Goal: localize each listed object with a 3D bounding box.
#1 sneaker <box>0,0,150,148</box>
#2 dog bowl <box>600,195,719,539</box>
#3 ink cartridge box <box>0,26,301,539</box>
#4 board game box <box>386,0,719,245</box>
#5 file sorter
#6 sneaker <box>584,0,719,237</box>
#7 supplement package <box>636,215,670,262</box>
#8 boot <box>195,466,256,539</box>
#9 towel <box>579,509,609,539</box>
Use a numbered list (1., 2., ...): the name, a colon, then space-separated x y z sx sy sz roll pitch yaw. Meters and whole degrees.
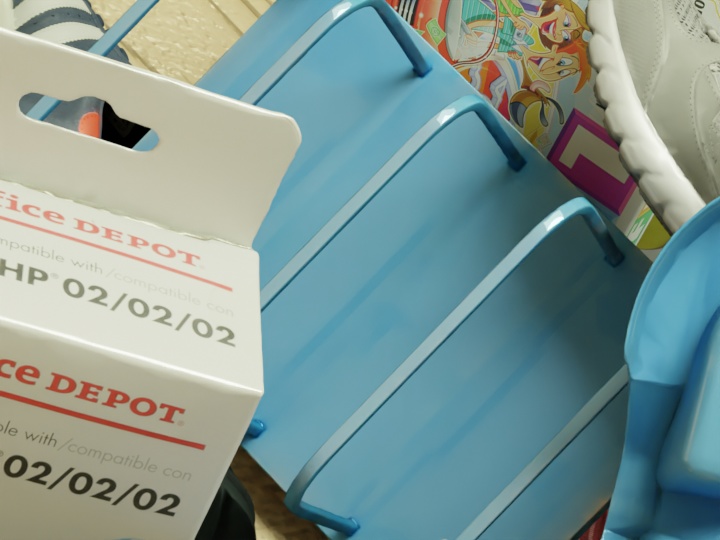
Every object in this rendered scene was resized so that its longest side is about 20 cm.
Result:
1. sneaker: -0.113 -0.074 1.026 0.084 0.075 0.201 16 42 -17
2. dog bowl: 0.115 0.074 0.753 0.111 0.201 0.050 14 -5 5
3. ink cartridge box: -0.099 0.041 0.740 0.115 0.201 0.068 16 33 -15
4. board game box: 0.039 -0.046 0.967 0.134 0.201 0.034 34 26 14
5. file sorter: 0.000 0.000 0.867 0.200 0.139 0.123 45 1 15
6. sneaker: 0.135 -0.022 0.847 0.201 0.082 0.075 63 10 29
7. supplement package: 0.099 -0.052 1.059 0.199 0.114 0.109 26 32 28
8. boot: -0.130 0.018 0.869 0.199 0.077 0.169 12 37 -14
9. towel: 0.132 0.084 1.020 0.143 0.023 0.200 28 33 -2
